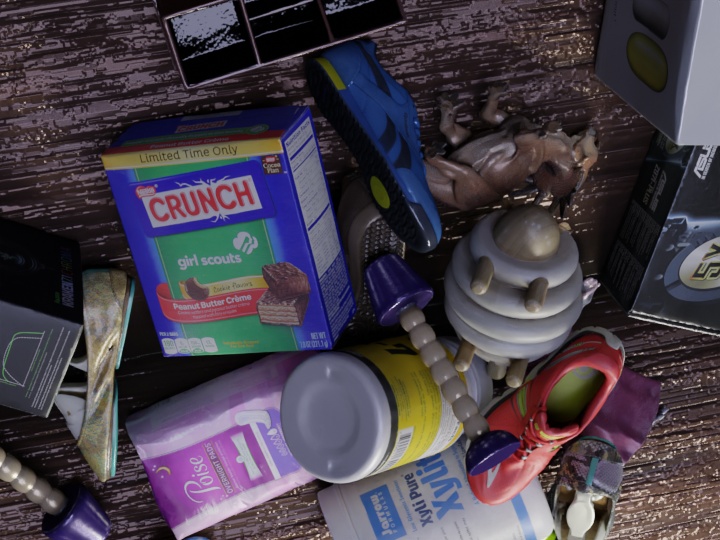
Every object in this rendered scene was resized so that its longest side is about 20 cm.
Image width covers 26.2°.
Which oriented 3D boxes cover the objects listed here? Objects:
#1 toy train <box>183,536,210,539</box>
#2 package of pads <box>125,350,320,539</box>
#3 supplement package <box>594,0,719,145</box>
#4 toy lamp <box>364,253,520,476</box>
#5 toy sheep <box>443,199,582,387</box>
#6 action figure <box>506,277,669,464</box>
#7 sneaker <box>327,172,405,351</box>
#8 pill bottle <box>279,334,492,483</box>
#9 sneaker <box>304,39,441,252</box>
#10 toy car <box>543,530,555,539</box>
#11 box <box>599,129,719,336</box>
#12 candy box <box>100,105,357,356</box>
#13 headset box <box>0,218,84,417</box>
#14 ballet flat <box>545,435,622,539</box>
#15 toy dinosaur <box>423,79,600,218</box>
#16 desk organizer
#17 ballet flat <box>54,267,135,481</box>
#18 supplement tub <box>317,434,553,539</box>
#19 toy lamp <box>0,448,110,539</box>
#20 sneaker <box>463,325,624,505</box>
[{"bbox_3d":[-0.154,0.346,1.519,0.114,0.087,0.200,-33,119,13],"label":"toy train"},{"bbox_3d":[-0.108,0.155,1.447,0.199,0.076,0.121,-23,113,-2],"label":"package of pads"},{"bbox_3d":[0.308,-0.223,1.305,0.146,0.200,0.192,0,113,-13],"label":"supplement package"},{"bbox_3d":[0.065,0.075,1.318,0.058,0.058,0.201,-33,72,3],"label":"toy lamp"},{"bbox_3d":[0.133,0.023,1.370,0.137,0.138,0.201,3,132,-14],"label":"toy sheep"},{"bbox_3d":[0.194,0.103,1.499,0.200,0.134,0.149,38,144,-12],"label":"action figure"},{"bbox_3d":[0.000,0.000,1.414,0.070,0.076,0.201,-8,135,-24],"label":"sneaker"},{"bbox_3d":[0.029,0.118,1.392,0.200,0.114,0.115,-8,123,-55],"label":"pill bottle"},{"bbox_3d":[0.030,-0.112,1.318,0.078,0.066,0.201,-23,73,-22],"label":"sneaker"},{"bbox_3d":[0.156,0.353,1.522,0.164,0.200,0.158,-38,116,6],"label":"toy car"},{"bbox_3d":[0.341,-0.046,1.453,0.163,0.086,0.201,13,110,-17],"label":"box"},{"bbox_3d":[-0.109,-0.031,1.331,0.168,0.077,0.201,-4,115,21],"label":"candy box"},{"bbox_3d":[-0.339,0.017,1.281,0.199,0.174,0.093,19,109,-18],"label":"headset box"},{"bbox_3d":[0.209,0.229,1.476,0.072,0.072,0.201,-15,148,-6],"label":"ballet flat"},{"bbox_3d":[0.122,-0.091,1.391,0.199,0.086,0.136,-14,137,6],"label":"toy dinosaur"},{"bbox_3d":[-0.067,-0.219,1.291,0.199,0.077,0.072,-18,116,-4],"label":"desk organizer"},{"bbox_3d":[-0.244,0.092,1.395,0.070,0.071,0.201,4,107,-14],"label":"ballet flat"},{"bbox_3d":[0.073,0.232,1.490,0.199,0.132,0.132,-24,116,-3],"label":"supplement tub"},{"bbox_3d":[-0.314,0.189,1.419,0.200,0.058,0.058,40,100,-23],"label":"toy lamp"},{"bbox_3d":[0.158,0.133,1.373,0.077,0.085,0.200,35,108,-4],"label":"sneaker"}]
